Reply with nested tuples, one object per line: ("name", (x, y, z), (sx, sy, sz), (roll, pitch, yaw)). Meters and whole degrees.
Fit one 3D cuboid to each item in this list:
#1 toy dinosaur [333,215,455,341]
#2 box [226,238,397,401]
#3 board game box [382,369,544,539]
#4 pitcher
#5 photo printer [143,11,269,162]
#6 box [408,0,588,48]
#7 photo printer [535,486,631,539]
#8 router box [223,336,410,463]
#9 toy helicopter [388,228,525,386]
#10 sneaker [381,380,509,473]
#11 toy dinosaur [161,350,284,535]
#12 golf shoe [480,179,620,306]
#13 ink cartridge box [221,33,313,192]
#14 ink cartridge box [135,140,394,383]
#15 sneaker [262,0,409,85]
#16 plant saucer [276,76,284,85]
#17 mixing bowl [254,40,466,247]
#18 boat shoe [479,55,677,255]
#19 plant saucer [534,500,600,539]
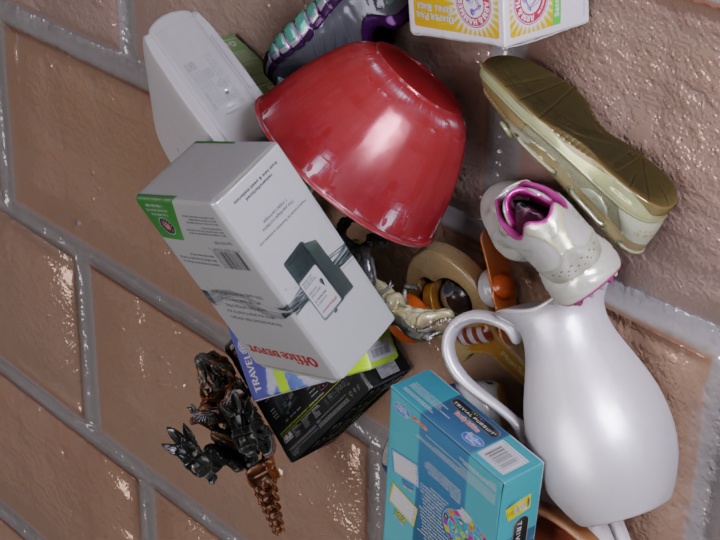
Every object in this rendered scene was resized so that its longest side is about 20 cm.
("toy dinosaur", (0.000, 0.000, 1.363), (0.199, 0.047, 0.089), (24, 122, 38))
("box", (-0.062, 0.053, 1.494), (0.199, 0.048, 0.123), (-19, 89, 44))
("board game box", (0.084, 0.209, 1.320), (0.151, 0.047, 0.201), (39, 138, 41))
("pitcher", (0.167, 0.111, 1.273), (0.171, 0.121, 0.201), (-20, 88, 26))
("photo printer", (-0.140, -0.128, 1.458), (0.167, 0.069, 0.200), (54, 162, 21))
("box", (0.104, -0.285, 1.187), (0.112, 0.101, 0.201), (19, 121, 45))
("photo printer", (0.163, 0.248, 1.400), (0.200, 0.069, 0.167), (-30, 84, 52))
("router box", (-0.049, 0.091, 1.587), (0.150, 0.062, 0.200), (58, 141, 12))
("toy helicopter", (0.123, 0.051, 1.361), (0.200, 0.079, 0.132), (44, 140, 9))
("sneaker", (0.057, 0.148, 1.448), (0.200, 0.088, 0.076), (-44, 47, 52))
("toy dinosaur", (-0.123, 0.174, 1.596), (0.200, 0.136, 0.102), (43, 97, 17))
("golf shoe", (0.140, -0.046, 1.235), (0.092, 0.075, 0.200), (49, 179, -27))
("ink cartridge box", (-0.102, -0.125, 1.561), (0.200, 0.048, 0.146), (44, 137, 25))
("ink cartridge box", (-0.081, -0.009, 1.312), (0.146, 0.083, 0.201), (8, 137, 54))
("sneaker", (-0.020, -0.206, 1.403), (0.088, 0.074, 0.200), (55, 142, 5))
("plant saucer", (-0.014, -0.104, 1.400), (0.019, 0.070, 0.200), (-51, 52, 20))
("mixing bowl", (0.019, -0.126, 1.323), (0.108, 0.200, 0.200), (-49, 66, 20))
("boat shoe", (0.166, -0.097, 1.232), (0.201, 0.073, 0.063), (42, 132, 19))
("plant saucer", (0.170, 0.292, 1.332), (0.200, 0.032, 0.202), (26, 127, 41))
